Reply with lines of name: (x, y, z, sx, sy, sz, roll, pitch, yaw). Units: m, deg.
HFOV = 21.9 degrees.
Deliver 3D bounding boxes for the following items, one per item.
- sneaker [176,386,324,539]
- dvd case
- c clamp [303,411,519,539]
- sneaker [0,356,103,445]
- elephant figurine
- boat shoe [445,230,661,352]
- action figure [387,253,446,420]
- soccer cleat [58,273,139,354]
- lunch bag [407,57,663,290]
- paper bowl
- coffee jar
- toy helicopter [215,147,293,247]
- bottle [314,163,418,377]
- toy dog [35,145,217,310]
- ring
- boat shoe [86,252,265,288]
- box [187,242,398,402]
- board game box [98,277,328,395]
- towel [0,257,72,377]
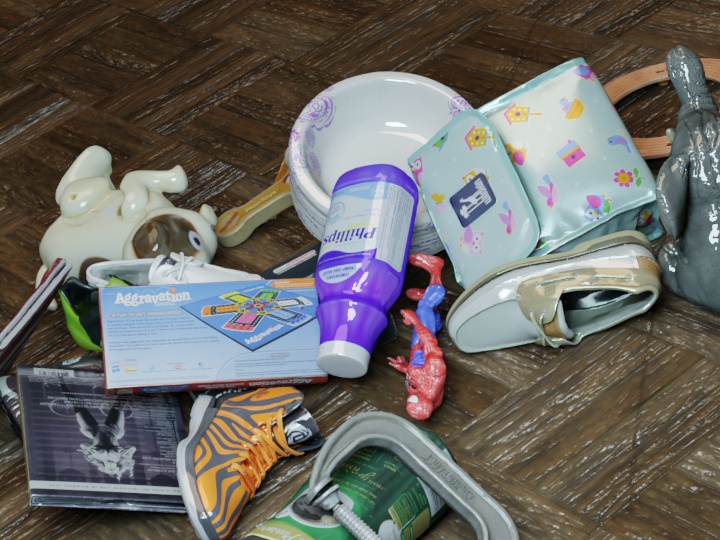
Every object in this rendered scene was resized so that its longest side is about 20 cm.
sneaker: (-0.092, 0.155, 1.601, 0.112, 0.078, 0.200, -16, 30, 9)
dvd case: (-0.230, 0.149, 1.672, 0.149, 0.016, 0.200, 5, 29, -17)
c clamp: (0.034, 0.199, 1.401, 0.171, 0.027, 0.200, -32, 70, -34)
sneaker: (-0.270, 0.129, 1.757, 0.115, 0.076, 0.200, -25, 29, -14)
elephant figurine: (0.304, -0.070, 1.610, 0.141, 0.200, 0.155, -35, 34, -26)
boat shoe: (0.170, 0.030, 1.652, 0.200, 0.075, 0.068, -24, 40, 13)
action figure: (0.054, 0.066, 1.669, 0.052, 0.065, 0.200, 6, 36, -5)
soccer cleat: (-0.207, 0.047, 1.753, 0.200, 0.081, 0.068, 5, 41, 36)
lunch bag: (0.159, -0.077, 1.737, 0.200, 0.122, 0.170, -24, 68, -1)
paper bowl: (0.028, -0.094, 1.869, 0.201, 0.104, 0.201, 1, 56, -1)
coffee jar: (-0.015, 0.205, 1.463, 0.104, 0.085, 0.200, 16, 44, 35)
toy helicopter: (-0.076, -0.095, 2.014, 0.200, 0.079, 0.132, -33, 37, 2)
bottle: (0.000, 0.000, 1.704, 0.084, 0.065, 0.200, -11, 54, 36)
toy dog: (-0.235, -0.029, 1.934, 0.200, 0.140, 0.194, 15, 45, 42)
ring: (0.321, -0.166, 1.943, 0.200, 0.019, 0.200, -16, 29, 9)
boat shoe: (-0.182, 0.016, 1.804, 0.200, 0.065, 0.074, -6, 32, 26)
box: (-0.085, 0.060, 1.785, 0.200, 0.046, 0.159, -27, 30, -11)
board game box: (-0.134, 0.059, 1.687, 0.200, 0.019, 0.103, -2, 63, -11)
towel: (-0.352, 0.084, 1.804, 0.200, 0.023, 0.144, -51, 5, 43)
